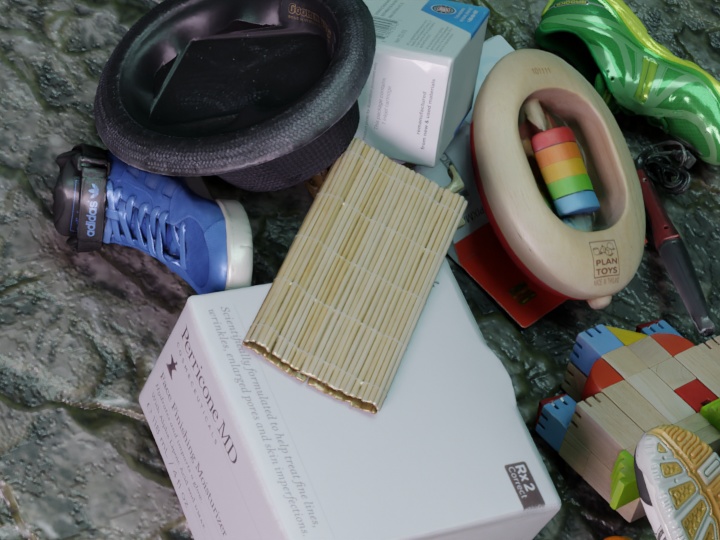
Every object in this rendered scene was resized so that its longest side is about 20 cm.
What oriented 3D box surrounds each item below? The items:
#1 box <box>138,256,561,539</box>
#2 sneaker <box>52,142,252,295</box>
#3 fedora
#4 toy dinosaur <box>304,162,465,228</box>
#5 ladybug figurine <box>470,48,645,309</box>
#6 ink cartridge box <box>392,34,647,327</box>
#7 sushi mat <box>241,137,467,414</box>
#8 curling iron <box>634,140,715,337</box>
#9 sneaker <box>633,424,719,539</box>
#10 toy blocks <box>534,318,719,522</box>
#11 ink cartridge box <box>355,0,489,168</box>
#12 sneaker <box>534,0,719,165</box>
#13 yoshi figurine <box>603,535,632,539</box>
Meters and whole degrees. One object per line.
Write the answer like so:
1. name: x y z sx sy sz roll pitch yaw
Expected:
1. box: -0.010 0.115 1.419 0.199 0.131 0.200 -9 59 -29
2. sneaker: -0.147 -0.030 1.467 0.111 0.077 0.200 -1 28 -23
3. fedora: -0.073 -0.111 1.461 0.199 0.092 0.201 -13 48 15
4. toy dinosaur: 0.024 -0.035 1.559 0.101 0.058 0.200 -22 30 -13
5. ladybug figurine: 0.139 -0.063 1.620 0.135 0.072 0.201 -5 72 -34
6. ink cartridge box: 0.112 -0.071 1.667 0.160 0.047 0.200 -32 71 -37
7. sushi mat: 0.000 0.000 1.416 0.095 0.012 0.201 27 48 -3
8. curling iron: 0.244 -0.028 1.685 0.026 0.049 0.201 40 30 -36
9. sneaker: 0.223 0.199 1.465 0.076 0.087 0.201 -33 97 -37
10. toy blocks: 0.204 0.092 1.567 0.199 0.100 0.137 -21 51 -36
11. ink cartridge box: -0.022 -0.153 1.578 0.199 0.085 0.145 14 24 9
12. sneaker: 0.221 -0.146 1.767 0.200 0.074 0.084 41 68 11
13. yoshi figurine: 0.113 0.242 1.401 0.199 0.112 0.113 -15 70 -29
